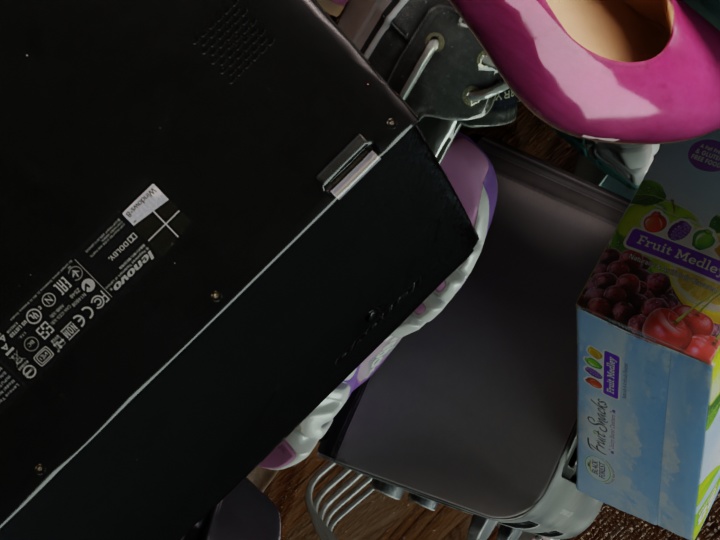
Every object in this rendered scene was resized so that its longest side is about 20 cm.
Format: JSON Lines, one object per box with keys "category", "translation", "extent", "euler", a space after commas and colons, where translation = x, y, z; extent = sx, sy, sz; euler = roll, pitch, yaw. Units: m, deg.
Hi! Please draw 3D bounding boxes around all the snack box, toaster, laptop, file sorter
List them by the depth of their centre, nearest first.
{"category": "laptop", "translation": [-0.082, -0.001, 0.528], "extent": [0.187, 0.200, 0.116], "euler": [-44, -162, -2]}
{"category": "snack box", "translation": [0.163, -0.008, 0.902], "extent": [0.201, 0.067, 0.169], "euler": [-57, 159, -26]}
{"category": "toaster", "translation": [0.080, 0.035, 1.017], "extent": [0.201, 0.118, 0.181], "euler": [-66, 164, -4]}
{"category": "file sorter", "translation": [0.047, 0.179, 1.409], "extent": [0.124, 0.139, 0.200], "euler": [-39, 166, -7]}

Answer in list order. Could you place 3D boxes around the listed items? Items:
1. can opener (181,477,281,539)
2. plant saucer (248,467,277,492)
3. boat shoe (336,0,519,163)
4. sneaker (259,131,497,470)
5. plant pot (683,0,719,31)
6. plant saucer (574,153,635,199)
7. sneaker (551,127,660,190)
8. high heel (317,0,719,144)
{"category": "can opener", "translation": [-0.073, 0.064, 0.760], "extent": [0.063, 0.079, 0.200], "euler": [-39, -157, 19]}
{"category": "plant saucer", "translation": [-0.115, 0.130, 1.000], "extent": [0.200, 0.037, 0.201], "euler": [-42, 167, -12]}
{"category": "boat shoe", "translation": [0.032, -0.078, 0.735], "extent": [0.072, 0.071, 0.200], "euler": [-25, 155, -54]}
{"category": "sneaker", "translation": [0.000, 0.000, 0.884], "extent": [0.088, 0.080, 0.200], "euler": [-40, 172, -47]}
{"category": "plant pot", "translation": [0.178, -0.145, 0.748], "extent": [0.200, 0.200, 0.196], "euler": [-43, 174, -6]}
{"category": "plant saucer", "translation": [0.182, -0.099, 1.188], "extent": [0.201, 0.039, 0.201], "euler": [-42, 167, -12]}
{"category": "sneaker", "translation": [0.142, -0.110, 0.997], "extent": [0.091, 0.077, 0.200], "euler": [-52, 175, -8]}
{"category": "high heel", "translation": [0.065, -0.098, 0.614], "extent": [0.199, 0.068, 0.096], "euler": [13, 138, -34]}
